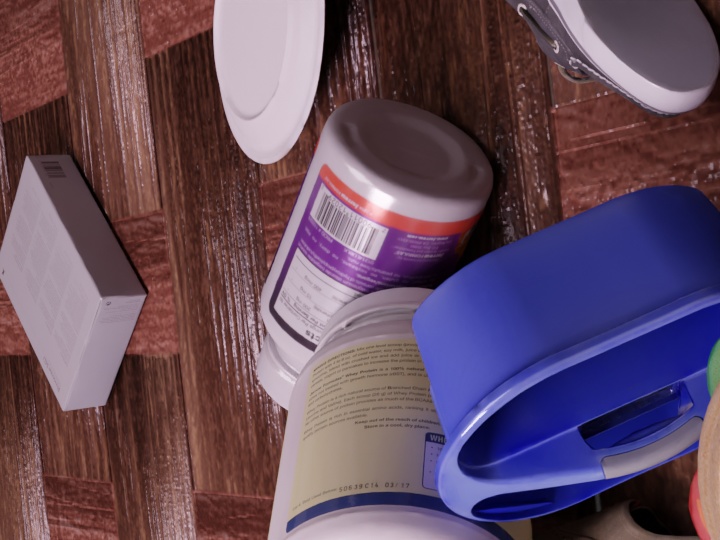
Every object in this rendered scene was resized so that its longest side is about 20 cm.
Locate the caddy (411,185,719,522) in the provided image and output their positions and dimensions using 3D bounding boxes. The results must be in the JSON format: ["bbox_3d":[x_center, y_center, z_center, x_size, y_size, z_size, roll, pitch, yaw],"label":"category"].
[{"bbox_3d":[0.121,0.051,0.702,0.141,0.200,0.105,71,174,-53],"label":"caddy"}]

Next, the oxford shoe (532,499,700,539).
[{"bbox_3d":[0.140,0.165,0.811,0.200,0.070,0.075,7,70,58],"label":"oxford shoe"}]

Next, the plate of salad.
[{"bbox_3d":[-0.060,-0.178,1.046,0.200,0.048,0.200,5,96,64],"label":"plate of salad"}]

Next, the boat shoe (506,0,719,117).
[{"bbox_3d":[0.120,-0.140,0.787,0.200,0.070,0.066,52,151,33],"label":"boat shoe"}]

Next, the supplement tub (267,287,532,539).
[{"bbox_3d":[0.025,0.120,0.818,0.200,0.145,0.145,-83,17,-49],"label":"supplement tub"}]

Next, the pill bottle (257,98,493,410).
[{"bbox_3d":[0.000,0.000,0.928,0.111,0.111,0.200,54,135,36],"label":"pill bottle"}]

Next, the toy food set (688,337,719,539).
[{"bbox_3d":[0.236,0.093,0.612,0.198,0.049,0.200,-43,82,32],"label":"toy food set"}]

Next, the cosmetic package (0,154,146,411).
[{"bbox_3d":[-0.281,0.010,1.378,0.200,0.052,0.151,56,134,34],"label":"cosmetic package"}]
